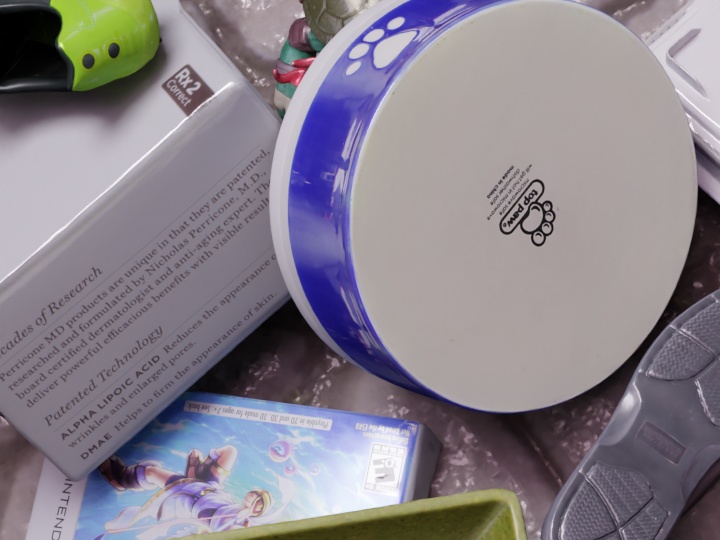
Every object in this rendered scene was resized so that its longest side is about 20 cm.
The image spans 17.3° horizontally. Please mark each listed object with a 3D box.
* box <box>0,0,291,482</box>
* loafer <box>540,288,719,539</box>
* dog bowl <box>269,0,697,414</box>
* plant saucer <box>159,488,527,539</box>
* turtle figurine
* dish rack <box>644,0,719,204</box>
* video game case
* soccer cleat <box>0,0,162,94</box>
[{"bbox_3d":[-0.141,-0.041,1.200,0.200,0.131,0.199,-41,43,-1],"label":"box"},{"bbox_3d":[0.150,0.080,1.140,0.072,0.063,0.200,41,68,7],"label":"loafer"},{"bbox_3d":[0.061,-0.035,1.130,0.201,0.200,0.079,-56,29,-8],"label":"dog bowl"},{"bbox_3d":[-0.008,0.216,1.096,0.198,0.048,0.201,-7,76,-14],"label":"plant saucer"},{"bbox_3d":[0.011,-0.147,1.250,0.149,0.101,0.201,-16,61,10],"label":"turtle figurine"},{"bbox_3d":[0.243,-0.090,1.173,0.171,0.044,0.200,-41,64,-11],"label":"dish rack"},{"bbox_3d":[-0.074,0.155,1.189,0.199,0.045,0.182,6,73,18],"label":"video game case"},{"bbox_3d":[-0.185,-0.117,1.138,0.199,0.068,0.081,6,28,38],"label":"soccer cleat"}]
